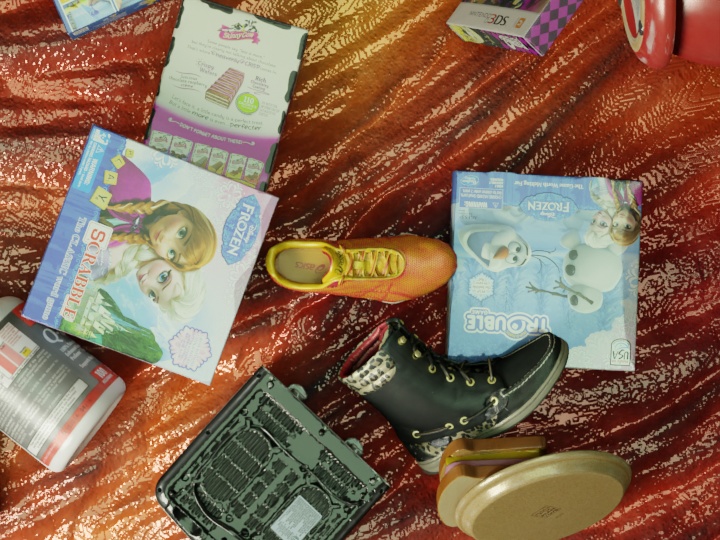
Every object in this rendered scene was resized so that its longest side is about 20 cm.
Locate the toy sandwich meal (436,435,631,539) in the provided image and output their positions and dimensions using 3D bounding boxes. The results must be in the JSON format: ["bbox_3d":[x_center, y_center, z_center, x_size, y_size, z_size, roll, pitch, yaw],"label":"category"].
[{"bbox_3d":[0.172,0.214,1.469,0.203,0.206,0.071,-13,57,-2],"label":"toy sandwich meal"}]

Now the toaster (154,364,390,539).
[{"bbox_3d":[-0.094,0.223,1.468,0.181,0.119,0.200,42,87,0],"label":"toaster"}]

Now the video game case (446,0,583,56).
[{"bbox_3d":[0.189,-0.312,1.461,0.036,0.181,0.201,37,89,-25],"label":"video game case"}]

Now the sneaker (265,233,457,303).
[{"bbox_3d":[0.000,0.000,1.488,0.198,0.077,0.074,-3,91,4],"label":"sneaker"}]

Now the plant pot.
[{"bbox_3d":[0.358,-0.301,1.457,0.180,0.200,0.203,-6,89,0],"label":"plant pot"}]

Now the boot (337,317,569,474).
[{"bbox_3d":[0.092,0.099,1.460,0.203,0.074,0.154,-40,109,19],"label":"boot"}]

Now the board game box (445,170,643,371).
[{"bbox_3d":[0.191,0.001,1.521,0.198,0.043,0.201,2,90,-1],"label":"board game box"}]

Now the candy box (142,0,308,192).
[{"bbox_3d":[-0.143,-0.167,1.502,0.135,0.061,0.202,16,90,-3],"label":"candy box"}]

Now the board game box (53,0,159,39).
[{"bbox_3d":[-0.239,-0.344,1.514,0.198,0.034,0.136,-24,89,-3],"label":"board game box"}]

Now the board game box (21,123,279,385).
[{"bbox_3d":[-0.206,-0.015,1.437,0.198,0.041,0.202,20,88,-10],"label":"board game box"}]

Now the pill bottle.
[{"bbox_3d":[-0.345,0.099,1.462,0.199,0.116,0.116,38,88,-1],"label":"pill bottle"}]
